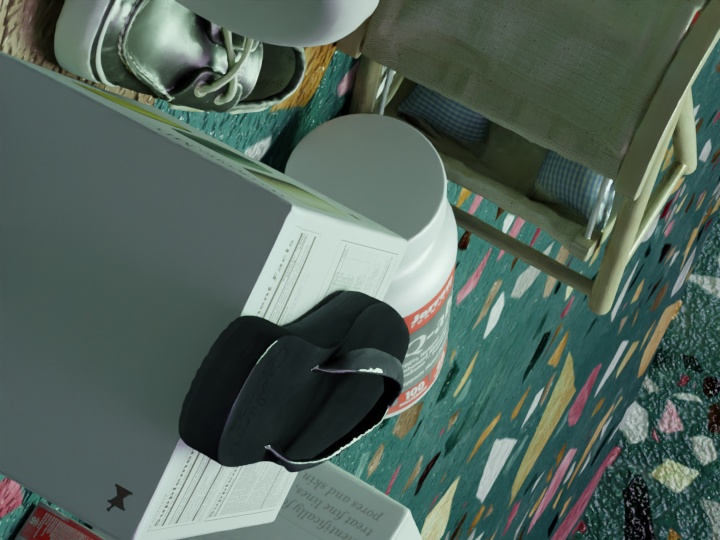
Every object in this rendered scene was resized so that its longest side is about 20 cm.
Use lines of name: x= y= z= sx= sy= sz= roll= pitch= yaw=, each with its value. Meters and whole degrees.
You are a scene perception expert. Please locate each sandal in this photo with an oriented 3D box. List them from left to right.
sandal: x=-0.018 y=0.054 z=0.943 sx=0.076 sy=0.043 sz=0.200 roll=-66 pitch=165 yaw=11

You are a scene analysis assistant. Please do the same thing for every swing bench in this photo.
swing bench: x=0.099 y=-0.109 z=1.371 sx=0.130 sy=0.198 sz=0.200 roll=-56 pitch=164 yaw=-23

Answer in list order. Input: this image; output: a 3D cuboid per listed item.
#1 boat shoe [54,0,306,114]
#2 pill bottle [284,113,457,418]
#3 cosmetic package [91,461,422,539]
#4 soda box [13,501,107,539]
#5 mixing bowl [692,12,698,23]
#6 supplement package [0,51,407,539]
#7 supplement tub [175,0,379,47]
boat shoe: x=-0.073 y=-0.107 z=1.034 sx=0.071 sy=0.063 sz=0.200 roll=-65 pitch=166 yaw=9
pill bottle: x=0.000 y=0.000 z=1.394 sx=0.116 sy=0.115 sz=0.200 roll=-55 pitch=165 yaw=-26
cosmetic package: x=-0.068 y=0.197 z=1.416 sx=0.166 sy=0.164 sz=0.200 roll=-59 pitch=167 yaw=-12
soda box: x=-0.196 y=0.229 z=1.228 sx=0.200 sy=0.063 sz=0.070 roll=-57 pitch=165 yaw=-20
mixing bowl: x=0.228 y=-0.274 z=1.716 sx=0.201 sy=0.108 sz=0.200 roll=-56 pitch=166 yaw=-22
supplement package: x=-0.095 y=0.014 z=0.996 sx=0.151 sy=0.151 sz=0.200 roll=-64 pitch=166 yaw=4
supplement tub: x=-0.012 y=-0.204 z=0.903 sx=0.201 sy=0.144 sz=0.145 roll=-57 pitch=165 yaw=-19
